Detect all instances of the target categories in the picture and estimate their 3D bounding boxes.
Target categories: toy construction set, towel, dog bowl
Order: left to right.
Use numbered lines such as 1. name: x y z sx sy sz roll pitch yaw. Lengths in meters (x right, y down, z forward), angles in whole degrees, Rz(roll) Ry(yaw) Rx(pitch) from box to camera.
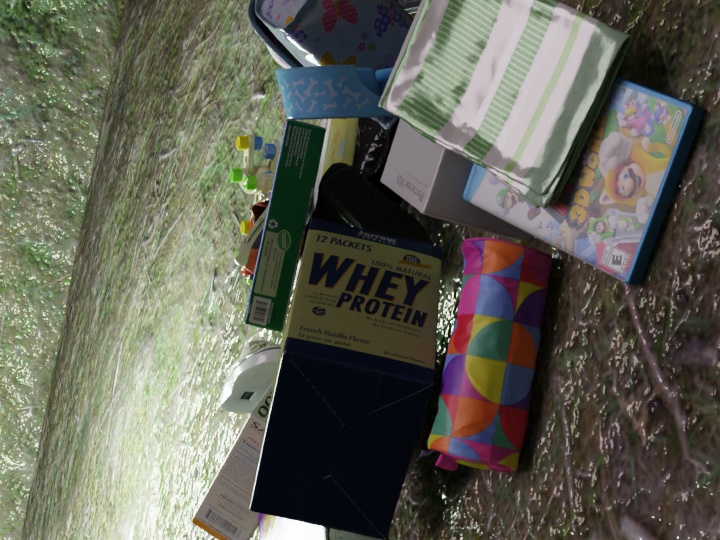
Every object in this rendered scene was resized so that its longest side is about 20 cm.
1. toy construction set: -0.123 -0.060 1.775 0.131 0.091 0.202 -124 27 -53
2. dog bowl: 0.015 -0.174 1.372 0.111 0.197 0.050 -165 71 -72
3. towel: 0.111 -0.160 1.158 0.199 0.023 0.154 35 109 35

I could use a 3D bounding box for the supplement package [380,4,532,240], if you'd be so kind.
1. supplement package: 0.115 -0.147 1.266 0.117 0.116 0.202 42 116 63

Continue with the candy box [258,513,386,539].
1. candy box: -0.040 0.292 1.458 0.201 0.071 0.168 -98 30 -44

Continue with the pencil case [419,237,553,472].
1. pencil case: 0.109 0.074 1.201 0.088 0.087 0.203 -4 72 68

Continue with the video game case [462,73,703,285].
1. video game case: 0.172 -0.091 1.133 0.199 0.018 0.145 32 108 46

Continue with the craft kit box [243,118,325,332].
1. craft kit box: -0.077 -0.044 1.427 0.197 0.048 0.203 -157 79 -84

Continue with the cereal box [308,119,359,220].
1. cereal box: -0.039 -0.116 1.682 0.200 0.039 0.146 122 157 -73

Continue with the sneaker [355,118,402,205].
1. sneaker: 0.027 -0.144 1.573 0.202 0.059 0.104 -64 24 17

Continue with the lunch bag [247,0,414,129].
1. lunch bag: -0.025 -0.256 1.510 0.127 0.169 0.200 -48 28 4

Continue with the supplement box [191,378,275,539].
1. supplement box: -0.108 0.209 1.606 0.201 0.073 0.126 -60 -3 36

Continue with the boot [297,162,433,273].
1. boot: 0.000 -0.001 1.517 0.165 0.065 0.201 50 148 18

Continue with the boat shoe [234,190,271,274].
1. boat shoe: -0.096 -0.061 1.610 0.201 0.062 0.072 -78 3 -52

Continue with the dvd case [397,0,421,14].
1. dvd case: 0.088 -0.369 1.601 0.200 0.016 0.151 -166 90 -69

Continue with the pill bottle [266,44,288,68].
1. pill bottle: -0.044 -0.311 1.772 0.200 0.111 0.114 -169 92 -69

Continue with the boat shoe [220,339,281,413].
1. boat shoe: -0.133 0.122 1.801 0.200 0.070 0.071 130 145 -61

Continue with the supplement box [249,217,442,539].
1. supplement box: -0.012 0.099 1.310 0.201 0.132 0.202 -82 5 -54
